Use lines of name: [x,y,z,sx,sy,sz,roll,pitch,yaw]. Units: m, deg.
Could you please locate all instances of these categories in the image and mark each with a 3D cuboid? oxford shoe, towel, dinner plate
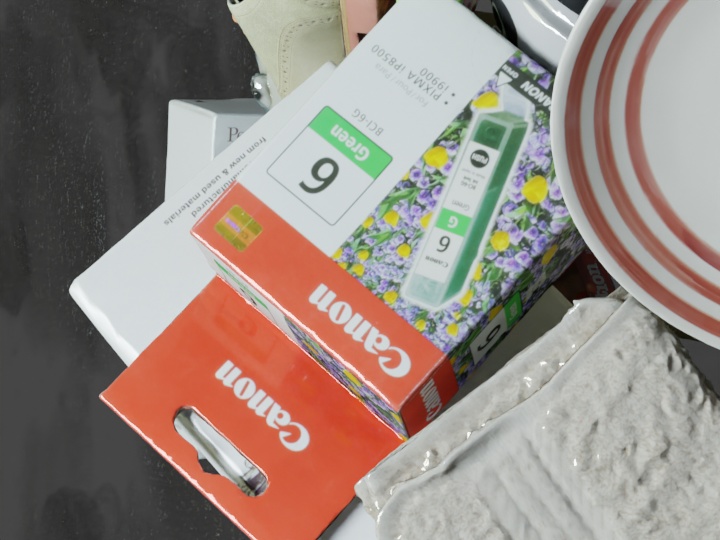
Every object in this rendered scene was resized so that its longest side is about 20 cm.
oxford shoe: [-0.020,-0.111,0.843,0.200,0.073,0.071,99,-169,-55]
towel: [0.102,0.117,0.666,0.200,0.132,0.034,51,-177,-2]
dinner plate: [0.159,-0.044,0.581,0.024,0.199,0.201,-72,5,-48]

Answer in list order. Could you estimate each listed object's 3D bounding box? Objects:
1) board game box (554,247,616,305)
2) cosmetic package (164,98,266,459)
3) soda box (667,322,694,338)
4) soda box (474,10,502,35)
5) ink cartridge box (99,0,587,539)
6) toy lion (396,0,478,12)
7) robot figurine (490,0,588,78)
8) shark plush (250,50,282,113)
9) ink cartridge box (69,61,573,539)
board game box: [0.073,0.061,0.929,0.200,0.019,0.103,-58,43,49]
cosmetic package: [-0.059,0.003,1.104,0.071,0.101,0.202,24,114,61]
soda box: [0.169,-0.061,0.644,0.068,0.064,0.201,-97,24,-43]
soda box: [0.030,-0.029,0.932,0.068,0.064,0.202,174,100,-68]
ink cartridge box: [0.000,0.000,0.701,0.109,0.200,0.050,39,170,18]
toy lion: [0.059,-0.202,0.757,0.200,0.068,0.192,99,-169,-57]
robot figurine: [0.121,-0.149,0.696,0.125,0.150,0.201,54,140,30]
shark plush: [-0.038,-0.102,1.014,0.200,0.091,0.083,54,-174,-16]
ink cartridge box: [0.009,0.051,0.788,0.200,0.146,0.147,46,172,19]
